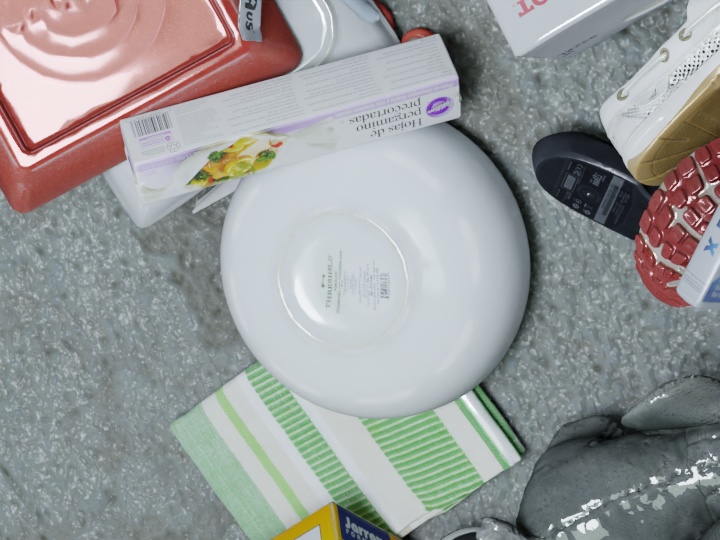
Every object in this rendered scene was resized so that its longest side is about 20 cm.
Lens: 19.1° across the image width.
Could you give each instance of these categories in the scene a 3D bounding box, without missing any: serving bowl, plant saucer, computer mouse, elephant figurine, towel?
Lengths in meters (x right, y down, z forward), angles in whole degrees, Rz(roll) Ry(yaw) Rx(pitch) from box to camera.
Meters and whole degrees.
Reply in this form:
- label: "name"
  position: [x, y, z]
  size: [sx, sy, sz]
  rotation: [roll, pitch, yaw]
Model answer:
- label: "serving bowl"
  position: [0.000, 0.000, 1.304]
  size: [0.200, 0.066, 0.200]
  rotation: [4, 103, 18]
- label: "plant saucer"
  position: [-0.166, -0.164, 1.257]
  size: [0.199, 0.037, 0.200]
  rotation: [-28, 94, 3]
- label: "computer mouse"
  position: [0.193, -0.030, 1.260]
  size: [0.200, 0.034, 0.059]
  rotation: [29, 149, 4]
- label: "elephant figurine"
  position: [0.198, 0.116, 1.236]
  size: [0.200, 0.155, 0.142]
  rotation: [-30, 112, 36]
- label: "towel"
  position: [-0.009, 0.111, 1.386]
  size: [0.200, 0.023, 0.153]
  rotation: [-36, 90, 27]

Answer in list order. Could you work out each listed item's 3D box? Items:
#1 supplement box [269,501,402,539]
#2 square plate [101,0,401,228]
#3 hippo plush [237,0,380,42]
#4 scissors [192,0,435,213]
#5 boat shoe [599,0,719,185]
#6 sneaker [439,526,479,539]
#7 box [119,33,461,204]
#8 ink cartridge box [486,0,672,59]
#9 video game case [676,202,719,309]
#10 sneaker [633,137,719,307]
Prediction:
- label: "supplement box"
  position: [-0.013, 0.266, 1.324]
  size: [0.109, 0.200, 0.109]
  rotation: [-32, 135, 26]
- label: "square plate"
  position: [-0.108, -0.159, 1.288]
  size: [0.198, 0.028, 0.200]
  rotation: [-33, 94, 5]
- label: "hippo plush"
  position: [-0.060, -0.235, 1.165]
  size: [0.159, 0.161, 0.200]
  rotation: [-12, 89, -19]
- label: "scissors"
  position: [-0.027, -0.085, 1.338]
  size: [0.073, 0.014, 0.200]
  rotation: [42, 114, 3]
- label: "boat shoe"
  position: [0.211, -0.139, 1.203]
  size: [0.200, 0.071, 0.069]
  rotation: [-44, 56, 15]
- label: "sneaker"
  position: [0.123, 0.216, 1.296]
  size: [0.200, 0.083, 0.072]
  rotation: [33, 80, 22]
- label: "box"
  position: [-0.041, -0.089, 1.260]
  size: [0.200, 0.041, 0.039]
  rotation: [-17, 144, -7]
- label: "ink cartridge box"
  position: [0.114, -0.237, 1.183]
  size: [0.145, 0.084, 0.200]
  rotation: [-29, 82, 25]
- label: "video game case"
  position: [0.276, -0.057, 1.141]
  size: [0.022, 0.200, 0.183]
  rotation: [45, 121, 40]
- label: "sneaker"
  position: [0.237, -0.054, 1.196]
  size: [0.200, 0.082, 0.078]
  rotation: [-46, 72, 13]
